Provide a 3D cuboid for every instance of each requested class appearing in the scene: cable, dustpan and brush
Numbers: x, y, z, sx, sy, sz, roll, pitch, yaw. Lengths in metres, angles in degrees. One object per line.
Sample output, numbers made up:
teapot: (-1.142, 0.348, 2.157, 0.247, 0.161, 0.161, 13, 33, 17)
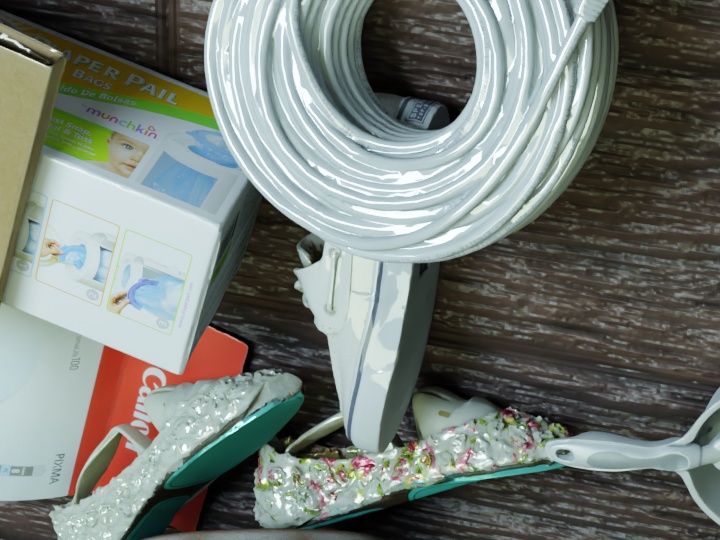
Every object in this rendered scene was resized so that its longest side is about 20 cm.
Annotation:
cable: (0.025, -0.106, 1.031, 0.199, 0.069, 0.202, 22, 108, 19)
dustpan and brush: (0.200, 0.096, 1.150, 0.198, 0.057, 0.141, 8, 125, 12)

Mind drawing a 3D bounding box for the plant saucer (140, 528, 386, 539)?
plant saucer: (-0.057, 0.171, 1.218, 0.198, 0.037, 0.201, -1, 166, 0)

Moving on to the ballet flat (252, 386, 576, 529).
ballet flat: (0.024, 0.101, 1.206, 0.198, 0.076, 0.065, -16, 86, 20)

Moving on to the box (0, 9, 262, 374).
box: (-0.158, -0.049, 1.128, 0.198, 0.113, 0.102, 21, 126, 3)

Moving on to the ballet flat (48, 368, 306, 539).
ballet flat: (-0.115, 0.107, 1.228, 0.072, 0.072, 0.200, 40, 118, -11)

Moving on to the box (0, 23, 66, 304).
box: (-0.241, -0.055, 1.069, 0.162, 0.021, 0.201, 24, 125, 4)

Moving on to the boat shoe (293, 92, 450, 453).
boat shoe: (0.000, 0.000, 1.139, 0.069, 0.071, 0.202, 14, 119, 17)

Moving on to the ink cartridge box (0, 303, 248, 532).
ink cartridge box: (-0.179, 0.077, 1.258, 0.198, 0.047, 0.161, 21, 126, 4)
